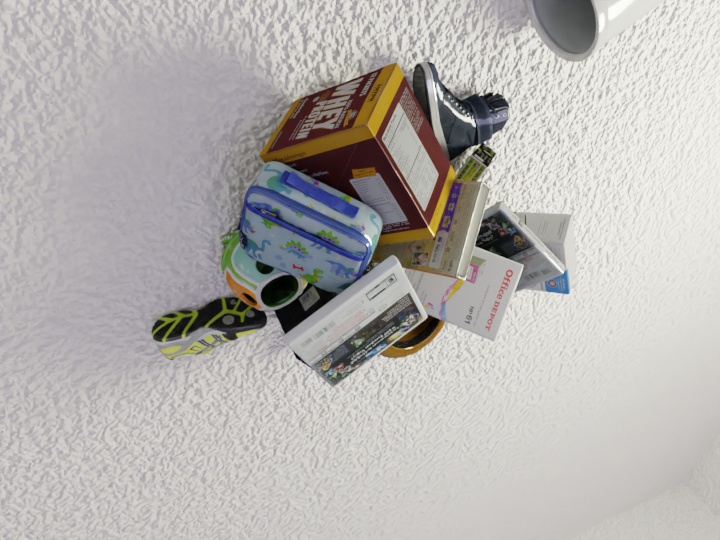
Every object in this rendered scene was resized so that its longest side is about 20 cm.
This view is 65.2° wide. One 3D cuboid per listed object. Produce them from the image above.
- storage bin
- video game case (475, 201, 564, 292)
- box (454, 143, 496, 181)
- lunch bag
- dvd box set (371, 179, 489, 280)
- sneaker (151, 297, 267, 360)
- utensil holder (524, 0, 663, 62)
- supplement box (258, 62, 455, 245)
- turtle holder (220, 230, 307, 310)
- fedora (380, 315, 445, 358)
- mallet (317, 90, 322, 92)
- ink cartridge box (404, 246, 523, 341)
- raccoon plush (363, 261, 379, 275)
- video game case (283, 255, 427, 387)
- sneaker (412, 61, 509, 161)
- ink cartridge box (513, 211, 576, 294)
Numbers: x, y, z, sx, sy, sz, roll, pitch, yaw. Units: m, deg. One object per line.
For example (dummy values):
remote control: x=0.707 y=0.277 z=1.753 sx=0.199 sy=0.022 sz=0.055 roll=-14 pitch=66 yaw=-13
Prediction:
storage bin: x=-0.065 y=0.074 z=0.996 sx=0.135 sy=0.201 sz=0.094 roll=-41 pitch=134 yaw=6
video game case: x=0.257 y=-0.028 z=1.086 sx=0.181 sy=0.024 sz=0.199 roll=42 pitch=144 yaw=-14
box: x=0.185 y=-0.159 z=0.984 sx=0.035 sy=0.200 sz=0.111 roll=37 pitch=115 yaw=3
lunch bag: x=-0.075 y=-0.057 z=0.811 sx=0.197 sy=0.083 sz=0.161 roll=26 pitch=143 yaw=-3
dvd box set: x=0.097 y=-0.073 z=0.895 sx=0.029 sy=0.198 sz=0.149 roll=22 pitch=82 yaw=-46
sneaker: x=-0.264 y=0.105 z=1.003 sx=0.196 sy=0.076 sz=0.077 roll=-9 pitch=136 yaw=-11
utensil holder: x=0.387 y=-0.459 z=0.881 sx=0.198 sy=0.170 sz=0.171 roll=-35 pitch=134 yaw=-4
supplement box: x=0.001 y=-0.153 z=0.825 sx=0.201 sy=0.194 sz=0.134 roll=53 pitch=46 yaw=-35
turtle holder: x=-0.135 y=-0.008 z=0.942 sx=0.182 sy=0.132 sz=0.143 roll=-9 pitch=127 yaw=-23
fedora: x=0.095 y=0.094 z=1.187 sx=0.197 sy=0.082 sz=0.203 roll=-20 pitch=134 yaw=-22
mallet: x=-0.024 y=-0.204 z=0.929 sx=0.066 sy=0.041 sz=0.200 roll=-42 pitch=129 yaw=8
ink cartridge box: x=0.182 y=0.024 z=1.033 sx=0.085 sy=0.197 sz=0.147 roll=10 pitch=101 yaw=-77
raccoon plush: x=0.000 y=0.000 z=1.049 sx=0.197 sy=0.097 sz=0.136 roll=-4 pitch=129 yaw=-34
video game case: x=0.000 y=0.085 z=0.869 sx=0.199 sy=0.023 sz=0.182 roll=-37 pitch=143 yaw=-2
sneaker: x=0.170 y=-0.283 z=0.938 sx=0.144 sy=0.078 sz=0.203 roll=-24 pitch=143 yaw=4
ink cartridge box: x=0.323 y=-0.038 z=1.133 sx=0.085 sy=0.197 sz=0.146 roll=-61 pitch=142 yaw=-33
